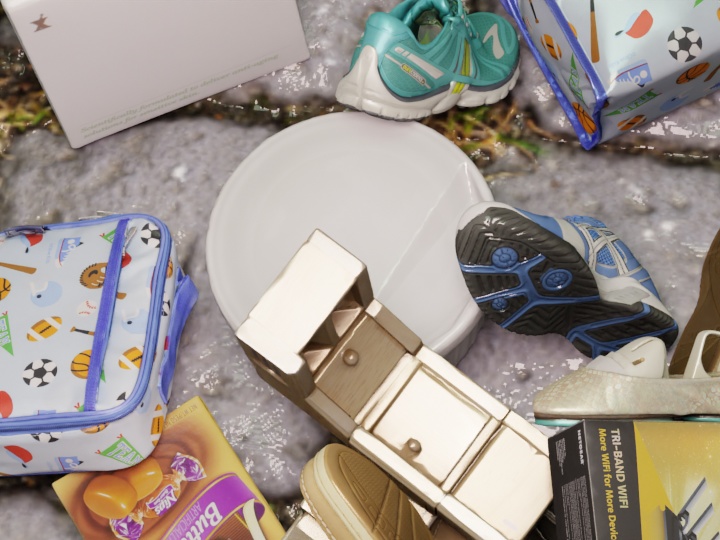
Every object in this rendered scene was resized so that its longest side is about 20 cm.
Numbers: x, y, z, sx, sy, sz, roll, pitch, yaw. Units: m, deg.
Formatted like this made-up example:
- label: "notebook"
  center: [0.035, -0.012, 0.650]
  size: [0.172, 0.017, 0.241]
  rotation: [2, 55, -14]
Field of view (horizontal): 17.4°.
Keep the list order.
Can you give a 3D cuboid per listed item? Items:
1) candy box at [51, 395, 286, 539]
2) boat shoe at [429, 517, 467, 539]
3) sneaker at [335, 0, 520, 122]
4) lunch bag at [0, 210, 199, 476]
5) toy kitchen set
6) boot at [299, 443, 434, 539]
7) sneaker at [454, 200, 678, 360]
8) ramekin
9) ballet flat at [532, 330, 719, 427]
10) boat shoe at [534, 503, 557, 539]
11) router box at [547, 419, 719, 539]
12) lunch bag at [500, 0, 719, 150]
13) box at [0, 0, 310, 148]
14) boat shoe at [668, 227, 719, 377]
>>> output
- label: "candy box"
  center: [-0.103, 0.196, 1.546]
  size: [0.116, 0.056, 0.200]
  rotation: [-31, 66, -8]
- label: "boat shoe"
  center: [0.063, 0.238, 1.494]
  size: [0.074, 0.066, 0.201]
  rotation: [-1, 64, 7]
- label: "sneaker"
  center: [0.058, -0.156, 1.632]
  size: [0.077, 0.200, 0.080]
  rotation: [23, 114, 23]
- label: "lunch bag"
  center: [-0.195, 0.045, 1.594]
  size: [0.160, 0.076, 0.200]
  rotation: [-6, 47, 12]
- label: "toy kitchen set"
  center: [0.007, 0.114, 1.417]
  size: [0.200, 0.180, 0.163]
  rotation: [37, 82, 9]
- label: "boot"
  center: [-0.019, 0.208, 1.406]
  size: [0.155, 0.200, 0.073]
  rotation: [-26, 26, 21]
- label: "sneaker"
  center: [0.128, -0.001, 1.549]
  size: [0.076, 0.200, 0.077]
  rotation: [-35, 48, 24]
- label: "ramekin"
  center: [0.000, 0.000, 1.603]
  size: [0.202, 0.094, 0.203]
  rotation: [-3, 64, 7]
- label: "ballet flat"
  center: [0.199, 0.068, 1.486]
  size: [0.199, 0.067, 0.063]
  rotation: [2, 91, -18]
- label: "boat shoe"
  center: [0.155, 0.183, 1.506]
  size: [0.200, 0.071, 0.064]
  rotation: [33, 72, 19]
- label: "router box"
  center: [0.201, 0.193, 1.419]
  size: [0.157, 0.052, 0.201]
  rotation: [2, 72, -24]
- label: "lunch bag"
  center: [0.190, -0.213, 1.661]
  size: [0.170, 0.124, 0.200]
  rotation: [-25, 73, -10]
- label: "box"
  center: [-0.162, -0.232, 1.679]
  size: [0.198, 0.200, 0.172]
  rotation: [-21, 61, -3]
- label: "boat shoe"
  center: [0.270, 0.018, 1.578]
  size: [0.065, 0.072, 0.200]
  rotation: [33, 67, -21]
